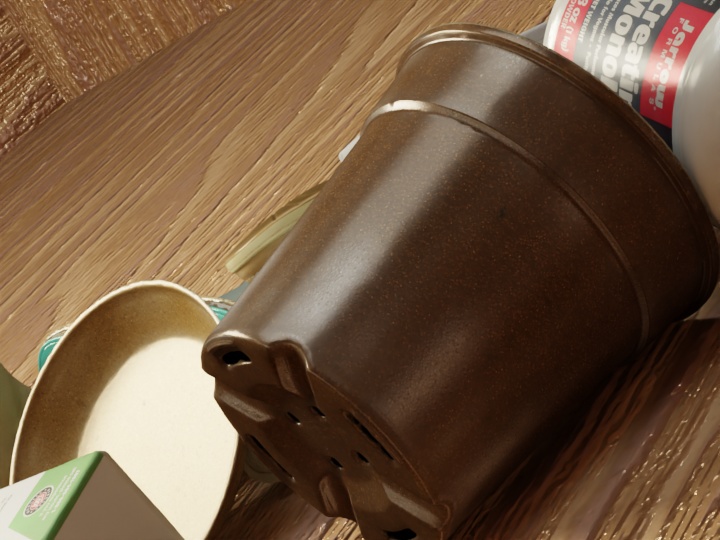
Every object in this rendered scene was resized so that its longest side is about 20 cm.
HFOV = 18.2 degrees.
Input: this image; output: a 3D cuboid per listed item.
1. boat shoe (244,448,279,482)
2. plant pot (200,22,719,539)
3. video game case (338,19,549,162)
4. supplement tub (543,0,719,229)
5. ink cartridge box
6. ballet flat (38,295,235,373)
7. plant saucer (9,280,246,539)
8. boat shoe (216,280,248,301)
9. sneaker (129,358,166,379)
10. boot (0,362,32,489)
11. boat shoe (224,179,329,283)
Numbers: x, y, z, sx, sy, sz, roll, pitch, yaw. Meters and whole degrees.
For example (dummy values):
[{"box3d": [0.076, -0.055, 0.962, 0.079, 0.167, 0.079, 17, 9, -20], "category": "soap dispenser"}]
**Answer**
[{"box3d": [0.014, 0.063, 1.294, 0.200, 0.072, 0.068, -37, -27, 19], "category": "boat shoe"}, {"box3d": [0.040, 0.019, 1.103, 0.198, 0.200, 0.200, -48, 18, -24], "category": "plant pot"}, {"box3d": [0.094, -0.137, 1.616, 0.199, 0.022, 0.182, -27, -3, -20], "category": "video game case"}, {"box3d": [0.193, -0.093, 1.132, 0.140, 0.141, 0.200, -36, 29, -11], "category": "supplement tub"}, {"box3d": [-0.208, 0.197, 1.219, 0.199, 0.084, 0.145, -23, 26, 38], "category": "ink cartridge box"}, {"box3d": [-0.122, 0.052, 1.493, 0.199, 0.071, 0.065, -2, 2, 32], "category": "ballet flat"}, {"box3d": [-0.127, 0.107, 1.302, 0.200, 0.035, 0.201, -19, 62, 39], "category": "plant saucer"}, {"box3d": [-0.123, 0.053, 1.568, 0.200, 0.062, 0.073, -44, 9, 0], "category": "boat shoe"}, {"box3d": [-0.133, 0.109, 1.428, 0.076, 0.076, 0.200, -18, -12, -41], "category": "sneaker"}, {"box3d": [-0.272, 0.131, 1.462, 0.073, 0.156, 0.200, -16, 34, 41], "category": "boot"}, {"box3d": [0.003, -0.038, 1.539, 0.199, 0.065, 0.071, -29, 6, -4], "category": "boat shoe"}]
